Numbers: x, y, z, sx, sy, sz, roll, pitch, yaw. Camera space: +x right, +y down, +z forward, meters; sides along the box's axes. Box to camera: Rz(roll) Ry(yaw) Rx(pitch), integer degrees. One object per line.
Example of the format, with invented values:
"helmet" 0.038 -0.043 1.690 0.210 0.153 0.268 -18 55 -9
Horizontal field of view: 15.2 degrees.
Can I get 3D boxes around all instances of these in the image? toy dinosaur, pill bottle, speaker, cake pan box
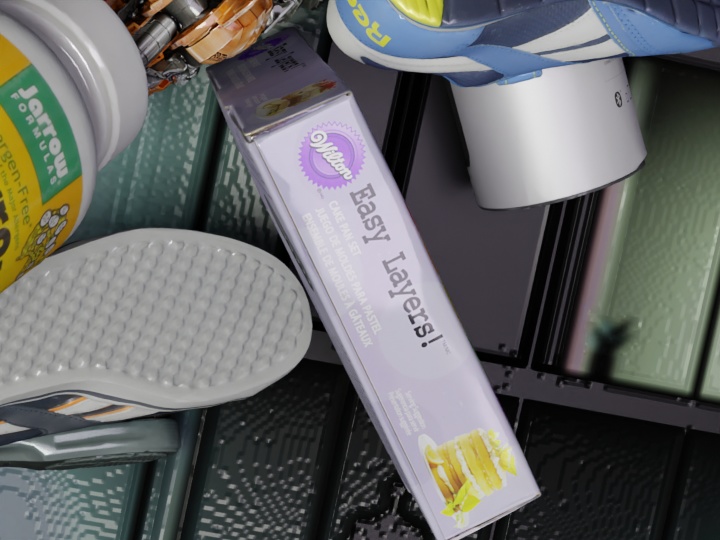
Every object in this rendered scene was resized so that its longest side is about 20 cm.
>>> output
"toy dinosaur" -0.060 -0.119 1.119 0.199 0.136 0.103 -5 122 30
"pill bottle" -0.170 -0.035 1.016 0.200 0.112 0.113 -43 110 -45
"speaker" 0.064 -0.133 1.178 0.081 0.081 0.201 -18 102 -9
"cake pan box" 0.000 0.000 1.123 0.052 0.200 0.185 -24 103 -3

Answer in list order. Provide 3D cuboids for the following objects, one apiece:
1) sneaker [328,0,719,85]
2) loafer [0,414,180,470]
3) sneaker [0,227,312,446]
"sneaker" 0.075 -0.117 1.103 0.199 0.082 0.074 -1 70 -31
"loafer" -0.178 0.057 1.168 0.199 0.072 0.063 -1 81 -19
"sneaker" -0.122 0.029 1.120 0.199 0.079 0.079 -4 77 -27
